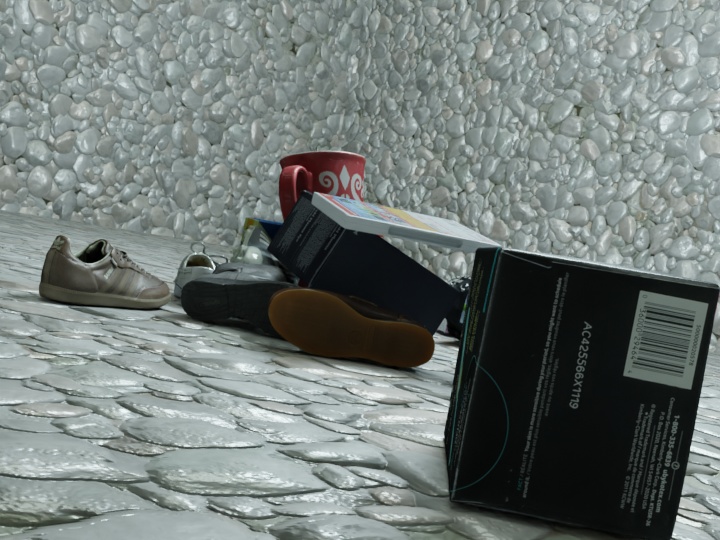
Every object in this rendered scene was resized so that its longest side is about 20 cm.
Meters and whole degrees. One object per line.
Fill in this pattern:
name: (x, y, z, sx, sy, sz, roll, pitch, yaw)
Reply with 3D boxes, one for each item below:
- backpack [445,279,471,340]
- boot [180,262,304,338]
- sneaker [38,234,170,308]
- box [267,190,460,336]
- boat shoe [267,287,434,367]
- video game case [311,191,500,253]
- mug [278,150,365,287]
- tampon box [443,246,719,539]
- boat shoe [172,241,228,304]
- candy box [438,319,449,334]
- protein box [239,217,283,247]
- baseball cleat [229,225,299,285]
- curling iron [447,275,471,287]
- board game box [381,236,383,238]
backpack: (0.257, 0.077, 1.436, 0.199, 0.155, 0.163, 26, -6, 27)
boot: (-0.114, 0.026, 1.130, 0.198, 0.070, 0.132, 13, 17, 13)
sneaker: (-0.296, 0.003, 1.080, 0.070, 0.076, 0.200, 12, 3, 27)
box: (0.000, 0.000, 1.213, 0.199, 0.105, 0.182, 33, 1, -27)
boat shoe: (-0.015, 0.065, 1.023, 0.199, 0.071, 0.070, 19, 7, -17)
video game case: (0.053, -0.056, 1.082, 0.198, 0.018, 0.143, 10, 12, -21)
mug: (-0.072, -0.071, 1.359, 0.176, 0.202, 0.133, 1, -6, -37)
tampon box: (0.130, 0.067, 0.590, 0.125, 0.151, 0.200, 11, 2, 4)
boat shoe: (-0.231, 0.002, 1.293, 0.074, 0.087, 0.202, 11, 2, -10)
candy box: (0.188, 0.085, 1.666, 0.135, 0.062, 0.200, 10, 3, -15)
protein box: (-0.104, -0.006, 1.529, 0.197, 0.136, 0.200, 10, 2, -14)
baseball cleat: (-0.142, -0.007, 1.318, 0.106, 0.070, 0.200, 30, 14, -10)
curling iron: (0.231, 0.076, 1.558, 0.200, 0.050, 0.026, 40, -13, -12)
board game box: (0.004, 0.001, 1.710, 0.046, 0.153, 0.200, 11, 1, -2)
